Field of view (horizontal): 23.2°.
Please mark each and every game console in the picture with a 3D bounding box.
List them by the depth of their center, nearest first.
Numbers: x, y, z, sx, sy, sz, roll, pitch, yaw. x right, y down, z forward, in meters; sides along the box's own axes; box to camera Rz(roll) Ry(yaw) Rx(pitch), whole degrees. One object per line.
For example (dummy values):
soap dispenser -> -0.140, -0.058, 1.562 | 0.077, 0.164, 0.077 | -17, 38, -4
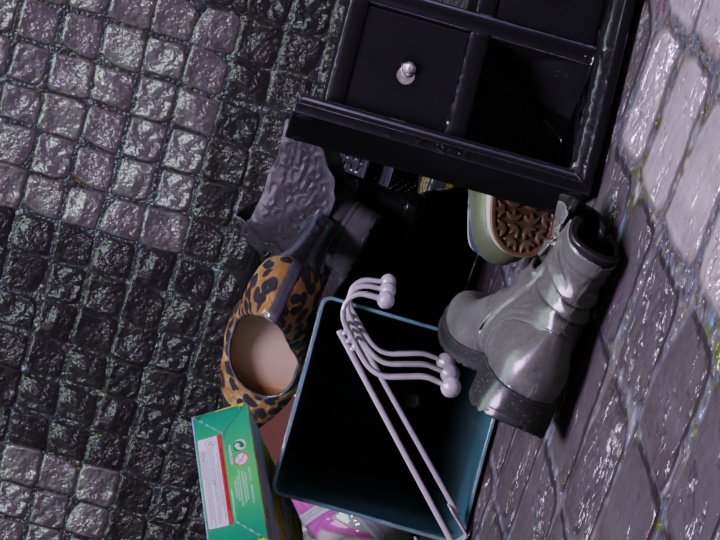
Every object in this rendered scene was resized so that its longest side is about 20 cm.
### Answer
game console -> 0.000, 0.000, 1.454 | 0.117, 0.174, 0.202 | -64, -7, -62

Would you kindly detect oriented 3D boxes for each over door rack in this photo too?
over door rack -> 0.041, 0.102, 1.142 | 0.148, 0.066, 0.202 | -57, -50, -86

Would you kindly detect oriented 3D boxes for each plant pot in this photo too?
plant pot -> 0.018, 0.101, 1.313 | 0.200, 0.140, 0.143 | -147, 73, -87

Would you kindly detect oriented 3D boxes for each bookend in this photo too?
bookend -> 0.072, -0.162, 1.150 | 0.092, 0.196, 0.202 | 132, 154, -81

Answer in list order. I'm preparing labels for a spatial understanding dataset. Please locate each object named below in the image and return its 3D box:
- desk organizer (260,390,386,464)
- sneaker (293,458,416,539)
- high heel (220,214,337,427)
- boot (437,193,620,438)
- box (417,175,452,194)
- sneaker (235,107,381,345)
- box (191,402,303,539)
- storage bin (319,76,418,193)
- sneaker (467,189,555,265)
desk organizer -> -0.031, 0.140, 1.582 | 0.199, 0.071, 0.078 | 14, -122, -60
sneaker -> -0.018, 0.207, 1.476 | 0.200, 0.080, 0.089 | -17, 76, 63
high heel -> -0.077, 0.066, 1.289 | 0.143, 0.071, 0.202 | -63, -5, -64
boot -> 0.111, 0.013, 1.079 | 0.200, 0.067, 0.132 | -111, 46, -75
box -> 0.100, -0.140, 1.571 | 0.159, 0.048, 0.202 | -84, 11, -56
sneaker -> -0.055, -0.017, 1.362 | 0.201, 0.104, 0.060 | -59, -3, 28
box -> -0.070, 0.199, 1.263 | 0.201, 0.048, 0.118 | 69, -173, -50
storage bin -> 0.027, -0.137, 1.720 | 0.200, 0.093, 0.137 | -35, -34, -63
sneaker -> 0.111, -0.100, 1.250 | 0.090, 0.066, 0.203 | 144, 138, -72
